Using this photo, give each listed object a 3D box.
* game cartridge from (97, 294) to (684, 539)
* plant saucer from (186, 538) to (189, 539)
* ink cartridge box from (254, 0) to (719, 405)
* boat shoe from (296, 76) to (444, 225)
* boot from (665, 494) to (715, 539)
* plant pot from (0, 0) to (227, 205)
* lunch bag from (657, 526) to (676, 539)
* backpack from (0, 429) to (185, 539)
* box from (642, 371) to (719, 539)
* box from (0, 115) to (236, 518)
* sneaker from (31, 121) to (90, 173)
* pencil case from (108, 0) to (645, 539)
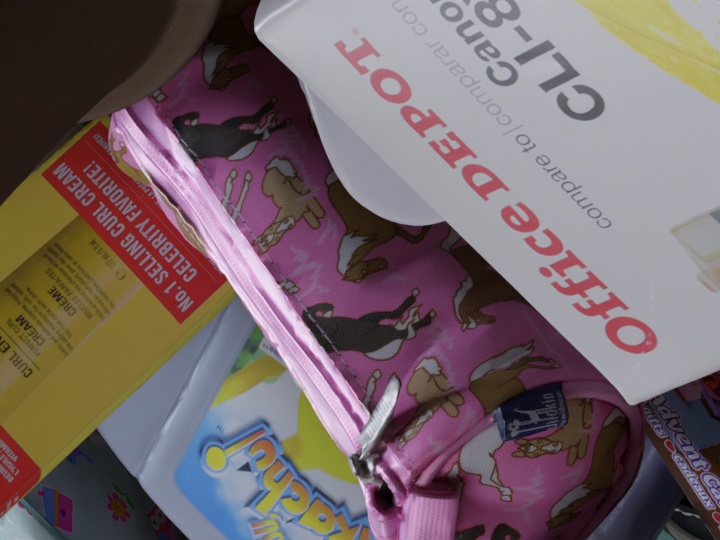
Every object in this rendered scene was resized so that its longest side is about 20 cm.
[{"bbox_3d":[0.002,0.054,0.985,0.200,0.040,0.134,36,116,19],"label":"game cartridge"},{"bbox_3d":[-0.070,0.140,1.244,0.199,0.200,0.048,8,120,29],"label":"plant saucer"},{"bbox_3d":[0.098,-0.070,0.668,0.199,0.084,0.145,-26,120,40],"label":"ink cartridge box"},{"bbox_3d":[-0.006,-0.109,0.770,0.071,0.068,0.201,-22,123,0],"label":"boat shoe"},{"bbox_3d":[0.168,0.030,0.909,0.202,0.074,0.154,-2,145,27],"label":"boot"},{"bbox_3d":[-0.142,-0.078,0.781,0.199,0.175,0.201,13,139,12],"label":"plant pot"},{"bbox_3d":[0.094,0.123,1.073,0.200,0.160,0.077,39,-168,-36],"label":"lunch bag"},{"bbox_3d":[-0.141,0.085,1.132,0.166,0.201,0.127,32,117,-27],"label":"backpack"},{"bbox_3d":[0.107,-0.007,0.829,0.201,0.039,0.137,56,148,-10],"label":"box"},{"bbox_3d":[-0.129,0.045,0.935,0.075,0.200,0.050,47,165,1],"label":"box"},{"bbox_3d":[-0.126,-0.019,1.072,0.088,0.077,0.200,22,161,-26],"label":"sneaker"},{"bbox_3d":[0.000,0.000,0.868,0.200,0.083,0.087,54,-177,36],"label":"pencil case"}]
